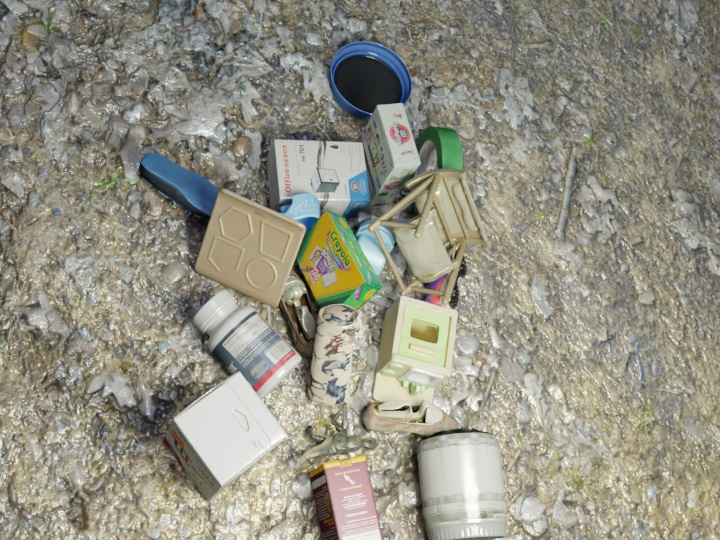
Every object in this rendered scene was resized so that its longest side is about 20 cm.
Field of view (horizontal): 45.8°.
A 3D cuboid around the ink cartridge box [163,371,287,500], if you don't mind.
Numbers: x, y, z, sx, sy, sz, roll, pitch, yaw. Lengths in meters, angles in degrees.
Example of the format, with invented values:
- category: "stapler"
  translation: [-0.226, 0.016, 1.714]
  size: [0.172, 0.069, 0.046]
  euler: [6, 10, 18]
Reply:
- category: "ink cartridge box"
  translation: [-0.244, 0.296, 1.510]
  size: [0.144, 0.200, 0.145]
  euler: [-35, 82, -27]

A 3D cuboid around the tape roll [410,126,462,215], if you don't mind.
- category: "tape roll"
  translation: [0.162, -0.210, 1.854]
  size: [0.048, 0.200, 0.201]
  euler: [5, 67, -16]

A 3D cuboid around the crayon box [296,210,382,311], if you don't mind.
- category: "crayon box"
  translation: [-0.050, -0.007, 1.705]
  size: [0.058, 0.119, 0.200]
  euler: [19, 34, -47]

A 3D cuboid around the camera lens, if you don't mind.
- category: "camera lens"
  translation: [0.194, 0.410, 1.628]
  size: [0.159, 0.160, 0.201]
  euler: [2, 68, -17]

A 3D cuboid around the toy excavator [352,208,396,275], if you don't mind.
- category: "toy excavator"
  translation: [0.000, 0.000, 1.761]
  size: [0.100, 0.195, 0.200]
  euler: [24, 35, -8]

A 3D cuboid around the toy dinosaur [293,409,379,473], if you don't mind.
- category: "toy dinosaur"
  translation: [-0.054, 0.323, 1.638]
  size: [0.199, 0.048, 0.088]
  euler: [-9, 52, -31]

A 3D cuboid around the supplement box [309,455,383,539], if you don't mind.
- category: "supplement box"
  translation: [-0.023, 0.453, 1.568]
  size: [0.085, 0.110, 0.201]
  euler: [-7, 71, -20]

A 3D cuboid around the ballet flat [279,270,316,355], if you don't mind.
- category: "ballet flat"
  translation: [-0.123, 0.071, 1.710]
  size: [0.068, 0.067, 0.200]
  euler: [-19, 75, -20]

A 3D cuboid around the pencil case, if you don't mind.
- category: "pencil case"
  translation: [-0.048, 0.162, 1.638]
  size: [0.089, 0.201, 0.078]
  euler: [8, 27, 1]

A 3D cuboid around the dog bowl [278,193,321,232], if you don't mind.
- category: "dog bowl"
  translation: [-0.169, -0.092, 1.737]
  size: [0.199, 0.112, 0.050]
  euler: [-16, 64, -19]

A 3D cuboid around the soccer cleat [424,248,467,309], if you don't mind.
- category: "soccer cleat"
  translation: [0.179, 0.017, 1.834]
  size: [0.068, 0.073, 0.200]
  euler: [57, 32, -28]

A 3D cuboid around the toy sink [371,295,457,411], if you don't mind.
- category: "toy sink"
  translation: [0.112, 0.171, 1.728]
  size: [0.130, 0.112, 0.201]
  euler: [17, 64, -11]

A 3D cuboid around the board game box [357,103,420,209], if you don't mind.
- category: "board game box"
  translation: [0.050, -0.242, 1.830]
  size: [0.064, 0.200, 0.148]
  euler: [-8, 72, -20]

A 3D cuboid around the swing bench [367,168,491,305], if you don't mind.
- category: "swing bench"
  translation: [0.147, -0.073, 1.733]
  size: [0.200, 0.129, 0.199]
  euler: [-51, 133, -30]

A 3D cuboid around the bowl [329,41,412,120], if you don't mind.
- category: "bowl"
  translation: [0.021, -0.441, 1.995]
  size: [0.200, 0.039, 0.201]
  euler: [7, 67, -16]

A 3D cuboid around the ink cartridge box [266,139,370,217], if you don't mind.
- category: "ink cartridge box"
  translation: [-0.092, -0.197, 1.831]
  size: [0.199, 0.086, 0.147]
  euler: [0, 69, -19]

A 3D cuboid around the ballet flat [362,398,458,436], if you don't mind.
- category: "ballet flat"
  translation: [0.105, 0.287, 1.688]
  size: [0.199, 0.067, 0.068]
  euler: [3, 31, -13]

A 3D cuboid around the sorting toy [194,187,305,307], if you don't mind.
- category: "sorting toy"
  translation: [-0.216, -0.044, 1.667]
  size: [0.185, 0.200, 0.036]
  euler: [24, 27, 4]

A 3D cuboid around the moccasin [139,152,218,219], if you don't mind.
- category: "moccasin"
  translation: [-0.360, -0.167, 1.742]
  size: [0.200, 0.068, 0.081]
  euler: [38, 54, -1]

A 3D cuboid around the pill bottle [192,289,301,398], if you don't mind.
- category: "pill bottle"
  translation: [-0.221, 0.138, 1.630]
  size: [0.200, 0.120, 0.120]
  euler: [45, 62, 4]
